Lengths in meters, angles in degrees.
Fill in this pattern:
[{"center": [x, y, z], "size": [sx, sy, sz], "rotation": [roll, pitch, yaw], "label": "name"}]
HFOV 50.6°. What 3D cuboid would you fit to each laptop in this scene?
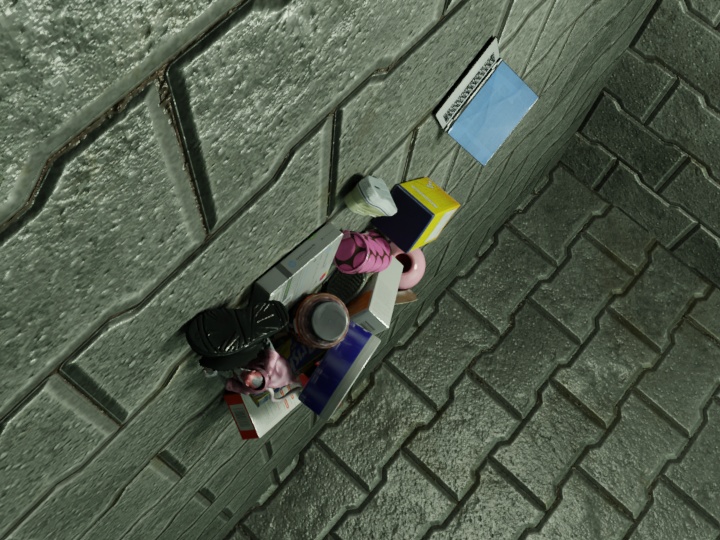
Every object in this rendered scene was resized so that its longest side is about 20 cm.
[{"center": [0.260, -0.337, 1.550], "size": [0.188, 0.116, 0.200], "rotation": [-52, 169, 6], "label": "laptop"}]

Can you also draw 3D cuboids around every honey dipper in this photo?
[{"center": [-0.178, 0.137, 1.591], "size": [0.038, 0.038, 0.199], "rotation": [-52, 164, 15], "label": "honey dipper"}]

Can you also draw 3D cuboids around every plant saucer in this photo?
[{"center": [0.050, 0.068, 1.978], "size": [0.200, 0.197, 0.033], "rotation": [-11, 96, -72], "label": "plant saucer"}]

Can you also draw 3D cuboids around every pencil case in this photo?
[{"center": [0.003, -0.041, 1.589], "size": [0.089, 0.095, 0.200], "rotation": [-6, 179, 15], "label": "pencil case"}]

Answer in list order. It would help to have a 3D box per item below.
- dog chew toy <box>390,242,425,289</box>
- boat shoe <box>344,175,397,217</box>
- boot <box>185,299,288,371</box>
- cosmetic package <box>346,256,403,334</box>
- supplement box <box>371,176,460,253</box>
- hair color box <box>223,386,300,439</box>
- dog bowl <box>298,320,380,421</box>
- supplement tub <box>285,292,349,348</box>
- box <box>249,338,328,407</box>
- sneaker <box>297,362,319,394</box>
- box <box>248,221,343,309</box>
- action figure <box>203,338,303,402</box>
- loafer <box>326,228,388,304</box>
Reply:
[{"center": [0.106, -0.010, 2.003], "size": [0.125, 0.124, 0.200], "rotation": [-49, 176, -4], "label": "dog chew toy"}, {"center": [0.018, -0.135, 1.429], "size": [0.061, 0.073, 0.200], "rotation": [-26, 169, 13], "label": "boat shoe"}, {"center": [-0.223, 0.119, 1.262], "size": [0.196, 0.074, 0.162], "rotation": [-16, 163, -42], "label": "boot"}, {"center": [0.026, 0.056, 1.749], "size": [0.101, 0.071, 0.202], "rotation": [-29, -151, 35], "label": "cosmetic package"}, {"center": [0.127, -0.129, 1.717], "size": [0.109, 0.109, 0.199], "rotation": [-54, 167, 24], "label": "supplement box"}, {"center": [-0.204, 0.275, 1.703], "size": [0.063, 0.112, 0.199], "rotation": [-13, -166, 39], "label": "hair color box"}, {"center": [-0.043, 0.206, 1.579], "size": [0.201, 0.078, 0.200], "rotation": [-56, 176, -6], "label": "dog bowl"}, {"center": [-0.084, 0.097, 1.489], "size": [0.107, 0.107, 0.200], "rotation": [-47, -171, -13], "label": "supplement tub"}, {"center": [-0.156, 0.197, 1.611], "size": [0.199, 0.070, 0.064], "rotation": [-35, 169, -19], "label": "box"}, {"center": [-0.100, 0.255, 1.723], "size": [0.084, 0.200, 0.078], "rotation": [-13, -135, 37], "label": "sneaker"}, {"center": [-0.123, 0.017, 1.397], "size": [0.200, 0.041, 0.157], "rotation": [-41, 166, -33], "label": "box"}, {"center": [-0.198, 0.206, 1.433], "size": [0.133, 0.150, 0.200], "rotation": [-33, -178, 0], "label": "action figure"}, {"center": [0.000, 0.000, 1.724], "size": [0.201, 0.075, 0.070], "rotation": [-51, 164, 3], "label": "loafer"}]
